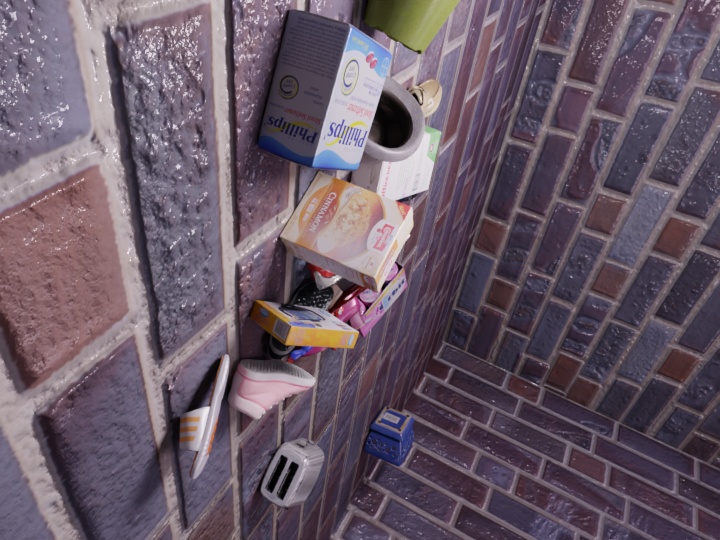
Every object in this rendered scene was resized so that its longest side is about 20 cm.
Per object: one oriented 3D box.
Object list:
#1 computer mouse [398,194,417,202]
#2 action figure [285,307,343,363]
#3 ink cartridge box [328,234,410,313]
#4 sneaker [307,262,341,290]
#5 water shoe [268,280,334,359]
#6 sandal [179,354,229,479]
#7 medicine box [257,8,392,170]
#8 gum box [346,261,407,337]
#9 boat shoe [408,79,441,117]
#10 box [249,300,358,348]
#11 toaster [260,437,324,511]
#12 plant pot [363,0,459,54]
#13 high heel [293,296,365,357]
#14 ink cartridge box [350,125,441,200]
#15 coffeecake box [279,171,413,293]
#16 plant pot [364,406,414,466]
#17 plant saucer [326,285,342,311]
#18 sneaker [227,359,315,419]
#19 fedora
[{"bbox_3d":[0.106,-0.240,1.456,0.199,0.046,0.141,-32,147,-43],"label":"computer mouse"},{"bbox_3d":[-0.086,0.171,1.219,0.201,0.099,0.065,-53,177,-1],"label":"action figure"},{"bbox_3d":[0.000,0.000,1.162,0.176,0.045,0.200,-50,-172,-38],"label":"ink cartridge box"},{"bbox_3d":[-0.057,-0.045,1.166,0.085,0.076,0.201,58,30,-22],"label":"sneaker"},{"bbox_3d":[-0.133,0.101,1.154,0.200,0.071,0.079,-50,178,-35],"label":"water shoe"},{"bbox_3d":[-0.270,0.241,0.917,0.079,0.059,0.209,115,-15,-62],"label":"sandal"},{"bbox_3d":[-0.051,-0.268,0.845,0.182,0.102,0.202,-22,132,-66],"label":"medicine box"},{"bbox_3d":[0.033,0.072,1.419,0.200,0.066,0.114,-49,156,-14],"label":"gum box"},{"bbox_3d":[0.139,-0.406,1.301,0.200,0.072,0.065,-51,159,-28],"label":"boat shoe"},{"bbox_3d":[-0.096,0.104,1.031,0.199,0.119,0.042,9,104,-47],"label":"box"},{"bbox_3d":[-0.187,0.548,1.451,0.202,0.113,0.129,-63,159,-7],"label":"toaster"},{"bbox_3d":[0.097,-0.487,0.925,0.191,0.199,0.200,-59,167,22],"label":"plant pot"},{"bbox_3d":[-0.086,0.127,1.288,0.199,0.067,0.097,-29,107,-22],"label":"high heel"},{"bbox_3d":[0.078,-0.241,1.214,0.199,0.087,0.147,-26,137,-43],"label":"ink cartridge box"},{"bbox_3d":[-0.023,-0.073,1.007,0.155,0.198,0.073,-61,162,-18],"label":"coffeecake box"},{"bbox_3d":[0.147,0.786,2.624,0.200,0.198,0.182,-39,141,-55],"label":"plant pot"},{"bbox_3d":[-0.045,0.010,1.332,0.201,0.032,0.201,-55,158,-34],"label":"plant saucer"},{"bbox_3d":[-0.182,0.240,1.089,0.199,0.075,0.106,18,98,-51],"label":"sneaker"},{"bbox_3d":[0.025,-0.270,1.033,0.090,0.176,0.201,-41,-162,50],"label":"fedora"}]
